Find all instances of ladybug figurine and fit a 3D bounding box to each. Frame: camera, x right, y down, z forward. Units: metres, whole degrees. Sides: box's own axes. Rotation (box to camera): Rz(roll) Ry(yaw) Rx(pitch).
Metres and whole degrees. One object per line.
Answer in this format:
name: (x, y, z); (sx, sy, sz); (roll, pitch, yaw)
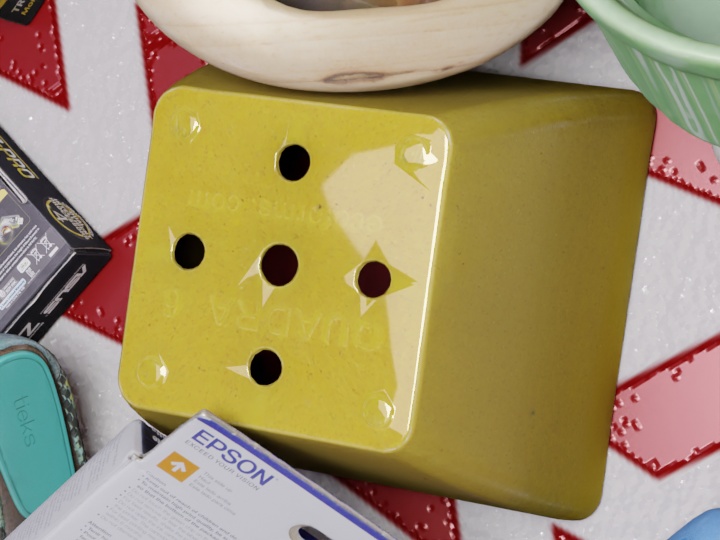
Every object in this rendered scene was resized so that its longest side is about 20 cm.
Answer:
ladybug figurine: (-0.006, -0.136, 0.905); (0.199, 0.072, 0.136); (-2, 79, -5)

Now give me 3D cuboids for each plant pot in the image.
plant pot: (0.000, 0.000, 0.960); (0.199, 0.176, 0.201); (9, 91, 22)

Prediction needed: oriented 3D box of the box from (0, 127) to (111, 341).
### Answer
box: (-0.248, 0.007, 1.131); (0.161, 0.049, 0.200); (45, 105, 15)

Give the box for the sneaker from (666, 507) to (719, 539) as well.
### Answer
sneaker: (0.096, 0.177, 0.968); (0.078, 0.066, 0.200); (36, 103, 9)

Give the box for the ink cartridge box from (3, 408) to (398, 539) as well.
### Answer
ink cartridge box: (-0.050, 0.150, 0.963); (0.199, 0.041, 0.200); (37, 125, -20)

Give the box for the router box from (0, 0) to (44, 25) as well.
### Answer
router box: (-0.164, -0.222, 1.047); (0.052, 0.157, 0.200); (39, 103, 19)

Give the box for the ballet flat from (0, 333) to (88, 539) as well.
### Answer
ballet flat: (-0.160, 0.124, 1.080); (0.074, 0.074, 0.201); (-2, 104, 22)

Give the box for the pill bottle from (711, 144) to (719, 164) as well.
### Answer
pill bottle: (0.212, -0.060, 0.906); (0.114, 0.114, 0.200); (-46, 68, 15)

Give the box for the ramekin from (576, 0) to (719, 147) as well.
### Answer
ramekin: (0.171, -0.139, 0.831); (0.199, 0.098, 0.201); (-8, 61, 16)
